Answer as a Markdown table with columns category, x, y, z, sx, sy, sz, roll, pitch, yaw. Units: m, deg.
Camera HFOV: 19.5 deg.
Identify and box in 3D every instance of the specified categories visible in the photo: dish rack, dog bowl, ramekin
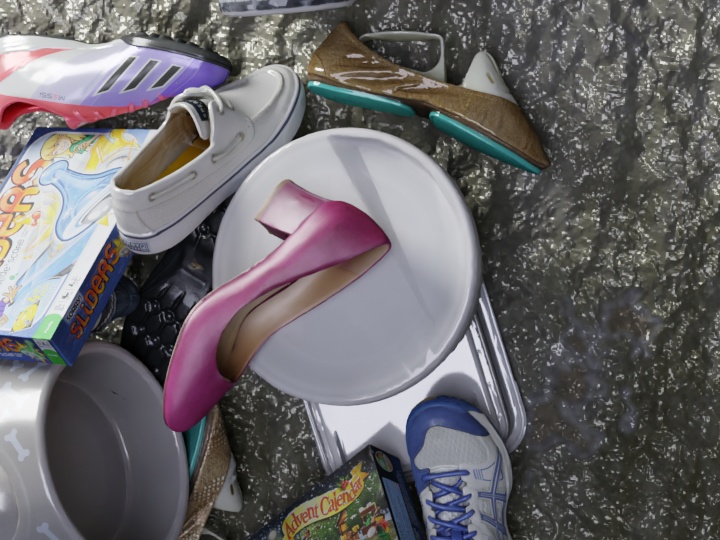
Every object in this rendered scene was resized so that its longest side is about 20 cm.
| category | x | y | z | sx | sy | sz | roll | pitch | yaw |
| --- | --- | --- | --- | --- | --- | --- | --- | --- | --- |
| dish rack | 0.024 | 0.068 | 1.622 | 0.170 | 0.044 | 0.202 | -16 | 95 | 16 |
| dog bowl | -0.203 | 0.144 | 1.574 | 0.058 | 0.200 | 0.202 | -17 | 96 | 31 |
| ramekin | 0.000 | 0.000 | 1.545 | 0.201 | 0.094 | 0.204 | -1 | 86 | 18 |

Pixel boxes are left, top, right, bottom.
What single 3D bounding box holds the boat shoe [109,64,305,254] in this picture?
| category | x | y | z | sx | sy | sz | roll | pitch | yaw |
| --- | --- | --- | --- | --- | --- | --- | --- | --- | --- |
| boat shoe | -0.114 | -0.100 | 1.550 | 0.071 | 0.200 | 0.070 | 22 | 144 | 35 |

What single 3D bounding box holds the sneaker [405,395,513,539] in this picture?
| category | x | y | z | sx | sy | sz | roll | pitch | yaw |
| --- | --- | --- | --- | --- | --- | --- | --- | --- | --- |
| sneaker | 0.080 | 0.192 | 1.582 | 0.075 | 0.088 | 0.201 | -10 | 115 | 15 |

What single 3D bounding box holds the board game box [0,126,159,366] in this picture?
| category | x | y | z | sx | sy | sz | roll | pitch | yaw |
| --- | --- | --- | --- | --- | --- | --- | --- | --- | --- |
| board game box | -0.231 | -0.022 | 1.580 | 0.134 | 0.201 | 0.035 | 3 | 143 | 33 |

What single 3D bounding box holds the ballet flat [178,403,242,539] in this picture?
| category | x | y | z | sx | sy | sz | roll | pitch | yaw |
| --- | --- | --- | --- | --- | --- | --- | --- | --- | --- |
| ballet flat | -0.132 | 0.195 | 1.679 | 0.065 | 0.071 | 0.201 | 16 | 108 | -18 |

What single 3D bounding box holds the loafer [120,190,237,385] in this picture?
| category | x | y | z | sx | sy | sz | roll | pitch | yaw |
| --- | --- | --- | --- | --- | --- | --- | --- | --- | --- |
| loafer | -0.124 | 0.004 | 1.630 | 0.068 | 0.070 | 0.201 | 33 | 111 | 9 |

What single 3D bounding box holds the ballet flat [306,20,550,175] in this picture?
| category | x | y | z | sx | sy | sz | roll | pitch | yaw |
| --- | --- | --- | --- | --- | --- | --- | --- | --- | --- |
| ballet flat | 0.058 | -0.138 | 1.572 | 0.199 | 0.068 | 0.073 | 21 | 85 | 13 |

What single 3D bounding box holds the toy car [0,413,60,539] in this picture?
| category | x | y | z | sx | sy | sz | roll | pitch | yaw |
| --- | --- | --- | --- | --- | --- | --- | --- | --- | --- |
| toy car | -0.278 | 0.175 | 1.663 | 0.149 | 0.176 | 0.200 | 27 | 121 | -31 |

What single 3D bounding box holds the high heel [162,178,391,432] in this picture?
| category | x | y | z | sx | sy | sz | roll | pitch | yaw |
| --- | --- | --- | --- | --- | --- | --- | --- | --- | --- |
| high heel | -0.062 | 0.038 | 1.474 | 0.096 | 0.067 | 0.201 | 28 | 91 | 28 |

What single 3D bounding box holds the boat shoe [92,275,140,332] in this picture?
| category | x | y | z | sx | sy | sz | roll | pitch | yaw |
| --- | --- | --- | --- | --- | --- | --- | --- | --- | --- |
| boat shoe | -0.257 | 0.013 | 1.652 | 0.199 | 0.062 | 0.076 | 1 | 95 | 41 |

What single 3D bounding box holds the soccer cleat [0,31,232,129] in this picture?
| category | x | y | z | sx | sy | sz | roll | pitch | yaw |
| --- | --- | --- | --- | --- | --- | --- | --- | --- | --- |
| soccer cleat | -0.193 | -0.142 | 1.614 | 0.198 | 0.068 | 0.074 | 3 | 80 | 17 |

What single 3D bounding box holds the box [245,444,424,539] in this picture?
| category | x | y | z | sx | sy | sz | roll | pitch | yaw |
| --- | --- | --- | --- | --- | --- | --- | --- | --- | --- |
| box | -0.036 | 0.245 | 1.595 | 0.200 | 0.038 | 0.137 | -40 | 47 | 23 |

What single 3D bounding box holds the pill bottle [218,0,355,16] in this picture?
| category | x | y | z | sx | sy | sz | roll | pitch | yaw |
| --- | --- | --- | --- | --- | --- | --- | --- | --- | --- |
| pill bottle | -0.061 | -0.291 | 1.542 | 0.105 | 0.106 | 0.202 | -2 | 100 | 13 |
